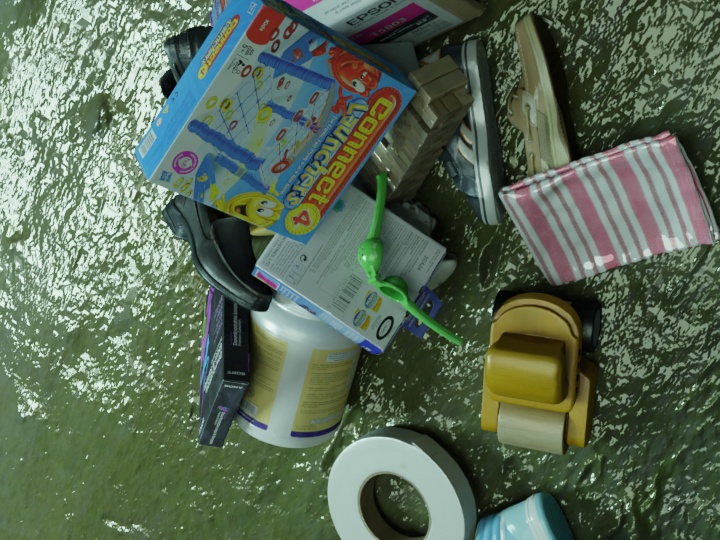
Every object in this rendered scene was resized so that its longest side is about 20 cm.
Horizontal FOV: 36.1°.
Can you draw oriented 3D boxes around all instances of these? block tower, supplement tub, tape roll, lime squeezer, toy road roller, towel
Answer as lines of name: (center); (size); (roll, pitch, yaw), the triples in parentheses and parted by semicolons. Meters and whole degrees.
block tower: (0.054, -0.138, 1.170); (0.054, 0.058, 0.200); (54, 151, 14)
supplement tub: (-0.073, 0.095, 1.332); (0.145, 0.145, 0.201); (22, 114, 14)
tape roll: (0.050, 0.296, 1.391); (0.202, 0.037, 0.204); (9, 108, 31)
lime squeezer: (0.037, 0.000, 1.168); (0.038, 0.070, 0.201); (-28, 86, 48)
toy road roller: (0.192, 0.123, 1.231); (0.122, 0.146, 0.201); (8, 110, 20)
towel: (0.262, -0.059, 1.172); (0.199, 0.030, 0.147); (-18, 126, 26)

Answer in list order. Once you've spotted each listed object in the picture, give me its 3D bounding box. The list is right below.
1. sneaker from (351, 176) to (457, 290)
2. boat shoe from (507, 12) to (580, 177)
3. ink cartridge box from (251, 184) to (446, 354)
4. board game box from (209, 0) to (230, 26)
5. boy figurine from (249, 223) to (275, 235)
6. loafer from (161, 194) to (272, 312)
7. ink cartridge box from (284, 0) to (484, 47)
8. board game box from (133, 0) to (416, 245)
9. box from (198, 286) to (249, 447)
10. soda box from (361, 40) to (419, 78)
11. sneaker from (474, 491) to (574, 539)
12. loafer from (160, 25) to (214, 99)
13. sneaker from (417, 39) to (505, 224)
sneaker: (0.038, -0.060, 1.288); (0.087, 0.075, 0.200); (-33, 99, 16)
boat shoe: (0.187, -0.170, 1.178); (0.064, 0.071, 0.201); (-9, 105, 24)
ink cartridge box: (0.000, 0.000, 1.210); (0.200, 0.076, 0.137); (33, 81, -2)
board game box: (-0.127, -0.217, 1.234); (0.034, 0.135, 0.201); (-9, 84, -18)
boy figurine: (-0.124, -0.095, 1.338); (0.200, 0.064, 0.125); (-36, 94, 25)
loafer: (-0.157, -0.034, 1.274); (0.072, 0.073, 0.200); (-51, 60, 17)
ink cartridge box: (0.006, -0.278, 1.159); (0.199, 0.165, 0.075); (-21, 80, 27)
board game box: (-0.080, -0.143, 1.060); (0.200, 0.195, 0.056); (-53, 41, 18)
box: (-0.165, 0.090, 1.329); (0.036, 0.201, 0.143); (7, 139, -17)
soda box: (-0.034, -0.191, 1.158); (0.063, 0.199, 0.069); (-30, 73, 61)
sneaker: (0.207, 0.378, 1.350); (0.130, 0.079, 0.201); (-21, 88, 25)
loafer: (-0.195, -0.214, 1.272); (0.070, 0.201, 0.068); (-7, 70, -10)
sneaker: (0.111, -0.147, 1.215); (0.079, 0.078, 0.201); (-8, 93, 20)
